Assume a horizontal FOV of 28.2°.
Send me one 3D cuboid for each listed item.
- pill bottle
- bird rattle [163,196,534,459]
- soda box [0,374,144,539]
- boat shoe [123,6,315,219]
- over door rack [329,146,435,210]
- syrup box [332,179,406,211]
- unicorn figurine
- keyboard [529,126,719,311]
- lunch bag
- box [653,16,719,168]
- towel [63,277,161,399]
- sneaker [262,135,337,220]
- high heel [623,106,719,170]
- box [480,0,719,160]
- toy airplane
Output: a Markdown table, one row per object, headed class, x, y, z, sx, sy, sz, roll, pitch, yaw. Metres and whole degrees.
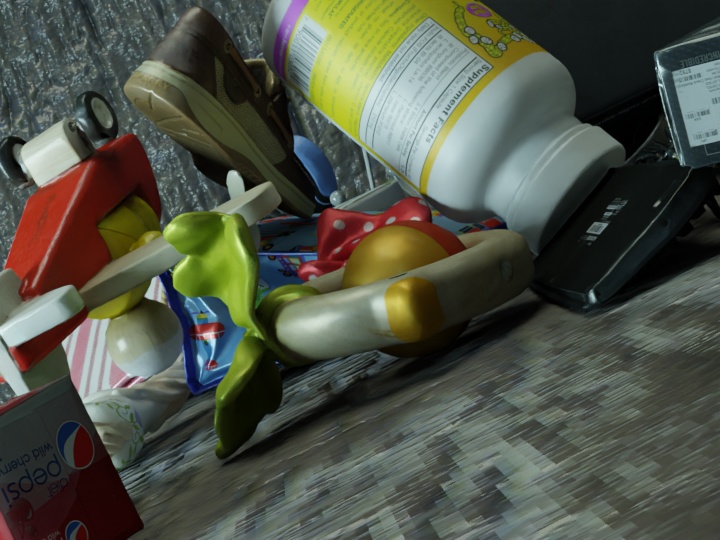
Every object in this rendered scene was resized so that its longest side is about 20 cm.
| class | x | y | z | sx | sy | sz | roll | pitch | yaw |
| --- | --- | --- | --- | --- | --- | --- | --- | --- | --- |
| pill bottle | 0.046 | -0.097 | 0.786 | 0.104 | 0.200 | 0.104 | -41 | -21 | -20 |
| bird rattle | 0.010 | 0.017 | 0.686 | 0.162 | 0.114 | 0.199 | -8 | 1 | 41 |
| soda box | -0.185 | 0.113 | 0.583 | 0.199 | 0.070 | 0.063 | -25 | 2 | 34 |
| boat shoe | -0.066 | -0.090 | 0.842 | 0.072 | 0.072 | 0.200 | -64 | -28 | -9 |
| over door rack | 0.045 | -0.101 | 1.181 | 0.066 | 0.201 | 0.147 | 22 | 39 | 40 |
| syrup box | -0.045 | 0.008 | 1.098 | 0.199 | 0.082 | 0.079 | -22 | 5 | 43 |
| unicorn figurine | -0.162 | 0.092 | 0.879 | 0.137 | 0.074 | 0.200 | -26 | 19 | -1 |
| keyboard | 0.129 | -0.018 | 0.649 | 0.104 | 0.040 | 0.200 | -50 | 3 | 2 |
| lunch bag | 0.000 | 0.000 | 0.893 | 0.199 | 0.095 | 0.150 | -14 | 3 | 31 |
| box | 0.229 | -0.097 | 0.551 | 0.199 | 0.051 | 0.158 | -12 | 10 | 28 |
| towel | -0.189 | 0.063 | 1.096 | 0.200 | 0.030 | 0.147 | -38 | 27 | 21 |
| sneaker | -0.070 | -0.016 | 1.208 | 0.078 | 0.070 | 0.201 | -44 | -27 | -43 |
| high heel | 0.222 | -0.104 | 0.775 | 0.142 | 0.072 | 0.200 | -37 | 0 | -40 |
| box | 0.152 | -0.132 | 0.935 | 0.199 | 0.125 | 0.197 | -26 | -14 | -2 |
| toy airplane | -0.148 | 0.014 | 0.785 | 0.199 | 0.141 | 0.200 | -50 | 33 | -16 |
